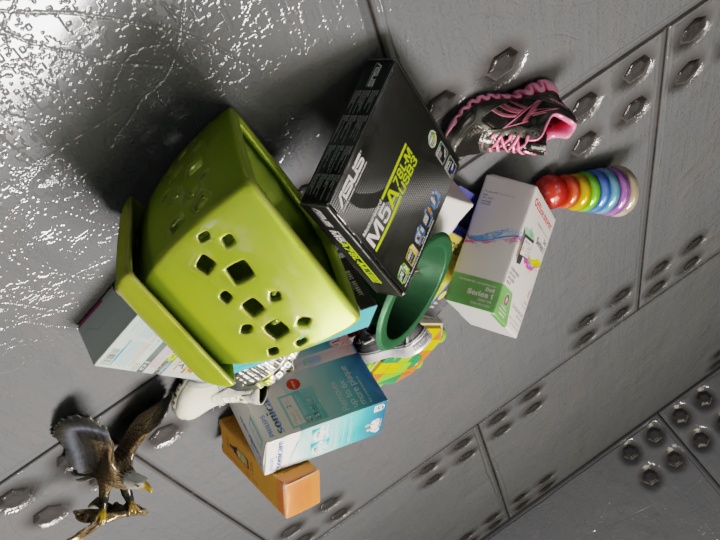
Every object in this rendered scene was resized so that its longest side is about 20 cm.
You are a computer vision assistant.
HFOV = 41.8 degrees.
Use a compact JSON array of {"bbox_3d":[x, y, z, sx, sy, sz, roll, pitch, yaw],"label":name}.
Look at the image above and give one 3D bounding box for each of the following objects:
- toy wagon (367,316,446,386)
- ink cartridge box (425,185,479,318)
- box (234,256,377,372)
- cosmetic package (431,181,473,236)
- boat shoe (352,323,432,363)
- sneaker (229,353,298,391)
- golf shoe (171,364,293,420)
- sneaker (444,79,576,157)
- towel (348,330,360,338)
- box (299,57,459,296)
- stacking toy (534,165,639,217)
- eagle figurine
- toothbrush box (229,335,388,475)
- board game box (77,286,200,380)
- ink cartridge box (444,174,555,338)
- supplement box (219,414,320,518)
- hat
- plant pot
[{"bbox_3d":[0.060,0.151,1.628,0.154,0.040,0.201,4,131,-49],"label":"toy wagon"},{"bbox_3d":[0.130,-0.019,1.423,0.200,0.047,0.197,-48,155,13],"label":"ink cartridge box"},{"bbox_3d":[-0.085,0.053,1.153,0.198,0.083,0.049,-17,149,-27],"label":"box"},{"bbox_3d":[0.052,-0.090,1.245,0.102,0.074,0.199,-48,151,20],"label":"cosmetic package"},{"bbox_3d":[0.031,0.093,1.413,0.072,0.068,0.200,-42,-168,-22],"label":"boat shoe"},{"bbox_3d":[-0.114,0.079,1.276,0.200,0.085,0.075,-43,125,1],"label":"sneaker"},{"bbox_3d":[-0.179,0.160,1.325,0.200,0.098,0.078,-42,152,11],"label":"golf shoe"},{"bbox_3d":[0.202,-0.185,1.247,0.198,0.096,0.079,-23,150,-21],"label":"sneaker"},{"bbox_3d":[0.025,0.032,1.440,0.143,0.023,0.201,-20,147,-26],"label":"towel"},{"bbox_3d":[0.030,-0.103,1.082,0.193,0.047,0.201,51,56,-48],"label":"box"},{"bbox_3d":[0.357,-0.128,1.519,0.198,0.086,0.086,-3,137,-38],"label":"stacking toy"},{"bbox_3d":[-0.334,0.257,1.299,0.152,0.149,0.202,-70,165,-71],"label":"eagle figurine"},{"bbox_3d":[-0.081,0.195,1.409,0.198,0.147,0.086,-16,139,-22],"label":"toothbrush box"},{"bbox_3d":[-0.223,0.058,1.166,0.148,0.064,0.199,-45,149,15],"label":"board game box"},{"bbox_3d":[0.212,-0.020,1.406,0.145,0.083,0.202,38,69,-61],"label":"ink cartridge box"},{"bbox_3d":[-0.141,0.289,1.439,0.068,0.199,0.067,-20,123,-33],"label":"supplement box"},{"bbox_3d":[0.000,0.000,1.272,0.201,0.175,0.166,-58,158,-5],"label":"hat"},{"bbox_3d":[-0.138,-0.014,0.971,0.181,0.200,0.201,-33,121,7],"label":"plant pot"}]
